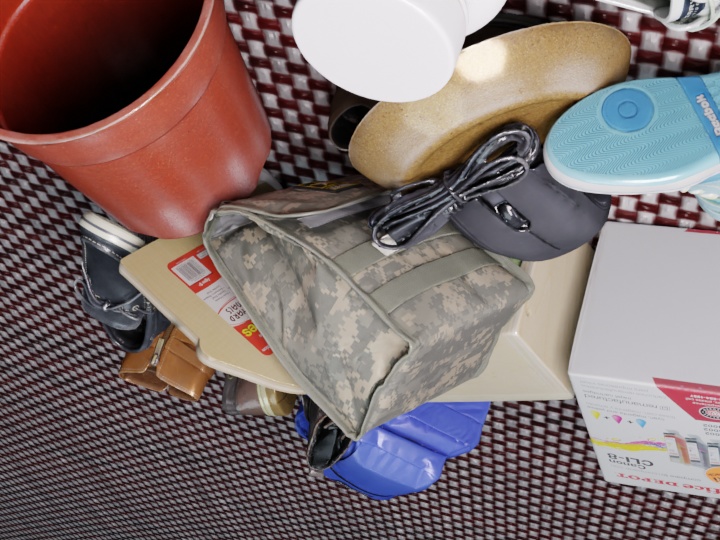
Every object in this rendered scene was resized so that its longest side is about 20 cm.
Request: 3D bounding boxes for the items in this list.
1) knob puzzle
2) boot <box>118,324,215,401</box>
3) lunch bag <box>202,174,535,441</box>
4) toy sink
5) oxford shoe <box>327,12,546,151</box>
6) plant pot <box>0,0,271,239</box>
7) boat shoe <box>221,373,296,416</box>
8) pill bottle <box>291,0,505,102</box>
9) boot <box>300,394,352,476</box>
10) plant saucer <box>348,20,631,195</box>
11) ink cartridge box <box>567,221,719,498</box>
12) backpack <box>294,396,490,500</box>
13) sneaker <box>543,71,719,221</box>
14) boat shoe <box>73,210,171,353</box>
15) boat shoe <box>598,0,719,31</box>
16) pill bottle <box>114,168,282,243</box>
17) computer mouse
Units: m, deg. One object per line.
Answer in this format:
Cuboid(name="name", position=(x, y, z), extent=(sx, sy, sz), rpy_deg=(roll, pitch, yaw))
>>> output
Cuboid(name="knob puzzle", position=(-0.060, 0.030, 0.956), extent=(0.218, 0.221, 0.031), rpy_deg=(23, 130, -6))
Cuboid(name="boot", position=(-0.134, 0.056, 1.208), extent=(0.198, 0.156, 0.074), rpy_deg=(4, 149, 26))
Cuboid(name="lunch bag", position=(0.000, 0.000, 0.906), extent=(0.200, 0.163, 0.118), rpy_deg=(44, 126, 22))
Cuboid(name="toy sink", position=(0.086, 0.028, 1.048), extent=(0.199, 0.131, 0.112), rpy_deg=(-5, 143, 40))
Cuboid(name="oxford shoe", position=(0.057, -0.119, 0.857), extent=(0.199, 0.085, 0.073), rpy_deg=(-13, 135, 43))
Cuboid(name="plant pot", position=(-0.163, -0.130, 0.882), extent=(0.199, 0.203, 0.196), rpy_deg=(9, 158, 19))
Cuboid(name="boat shoe", position=(-0.087, 0.048, 1.098), extent=(0.064, 0.201, 0.074), rpy_deg=(-7, 127, 10))
Cuboid(name="pill bottle", position=(0.034, -0.188, 0.623), extent=(0.110, 0.202, 0.111), rpy_deg=(15, 152, 8))
Cuboid(name="boot", position=(-0.013, 0.066, 1.095), extent=(0.068, 0.175, 0.201), rpy_deg=(8, 134, -7))
Cuboid(name="plant saucer", position=(0.091, -0.092, 0.813), extent=(0.198, 0.036, 0.200), rpy_deg=(-18, 162, -6))
Cuboid(name="ink cartridge box", position=(0.267, 0.079, 1.006), extent=(0.144, 0.146, 0.200), rpy_deg=(5, 150, 24))
Cuboid(name="backpack", position=(0.016, 0.143, 1.260), extent=(0.162, 0.169, 0.200), rpy_deg=(32, 156, -14))
Cuboid(name="sneaker", position=(0.214, -0.066, 0.796), extent=(0.198, 0.080, 0.131), rpy_deg=(-11, 153, 0))
Cuboid(name="boat shoe", position=(-0.197, 0.015, 1.021), extent=(0.074, 0.063, 0.200), rpy_deg=(28, 159, 12))
Cuboid(name="boat shoe", position=(0.187, -0.167, 0.705), extent=(0.198, 0.067, 0.074), rpy_deg=(14, 152, 11))
Cuboid(name="pill bottle", position=(-0.160, -0.026, 1.129), extent=(0.110, 0.112, 0.199), rpy_deg=(38, 147, -31))
Cuboid(name="computer mouse", position=(0.110, -0.037, 0.849), extent=(0.138, 0.053, 0.199), rpy_deg=(-32, 159, 33))
